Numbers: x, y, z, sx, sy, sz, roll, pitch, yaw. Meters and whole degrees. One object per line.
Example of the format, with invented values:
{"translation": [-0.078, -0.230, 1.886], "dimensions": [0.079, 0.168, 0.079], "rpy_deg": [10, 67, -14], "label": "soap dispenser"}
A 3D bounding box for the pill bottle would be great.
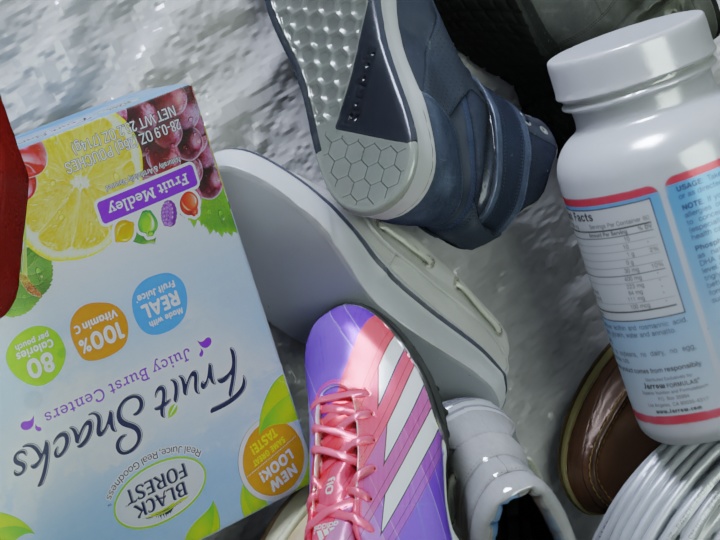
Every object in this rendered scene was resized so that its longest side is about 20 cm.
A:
{"translation": [0.163, -0.023, 1.106], "dimensions": [0.108, 0.109, 0.201], "rpy_deg": [-24, 101, -31], "label": "pill bottle"}

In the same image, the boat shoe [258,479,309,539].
{"translation": [-0.028, 0.161, 1.041], "dimensions": [0.065, 0.072, 0.200], "rpy_deg": [31, 48, 16], "label": "boat shoe"}

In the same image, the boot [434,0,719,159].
{"translation": [0.110, -0.157, 1.170], "dimensions": [0.200, 0.068, 0.131], "rpy_deg": [48, 61, -31], "label": "boot"}

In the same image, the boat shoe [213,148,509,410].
{"translation": [0.000, 0.000, 1.090], "dimensions": [0.200, 0.072, 0.066], "rpy_deg": [37, 41, -17], "label": "boat shoe"}

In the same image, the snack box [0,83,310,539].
{"translation": [-0.127, 0.036, 1.004], "dimensions": [0.168, 0.068, 0.201], "rpy_deg": [-25, 105, -31], "label": "snack box"}

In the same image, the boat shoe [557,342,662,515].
{"translation": [0.184, 0.056, 1.206], "dimensions": [0.200, 0.067, 0.072], "rpy_deg": [-44, 112, -25], "label": "boat shoe"}

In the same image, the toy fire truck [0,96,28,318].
{"translation": [-0.226, -0.045, 0.874], "dimensions": [0.112, 0.199, 0.169], "rpy_deg": [22, 70, -69], "label": "toy fire truck"}

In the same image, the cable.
{"translation": [0.207, 0.164, 1.186], "dimensions": [0.199, 0.069, 0.201], "rpy_deg": [-4, 114, -37], "label": "cable"}

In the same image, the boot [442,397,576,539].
{"translation": [0.069, 0.167, 1.084], "dimensions": [0.073, 0.096, 0.201], "rpy_deg": [-18, 120, -10], "label": "boot"}

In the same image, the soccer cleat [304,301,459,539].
{"translation": [0.003, 0.103, 1.008], "dimensions": [0.073, 0.068, 0.201], "rpy_deg": [9, 58, -43], "label": "soccer cleat"}

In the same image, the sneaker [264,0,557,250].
{"translation": [0.027, -0.106, 1.106], "dimensions": [0.146, 0.077, 0.203], "rpy_deg": [17, 57, -52], "label": "sneaker"}
